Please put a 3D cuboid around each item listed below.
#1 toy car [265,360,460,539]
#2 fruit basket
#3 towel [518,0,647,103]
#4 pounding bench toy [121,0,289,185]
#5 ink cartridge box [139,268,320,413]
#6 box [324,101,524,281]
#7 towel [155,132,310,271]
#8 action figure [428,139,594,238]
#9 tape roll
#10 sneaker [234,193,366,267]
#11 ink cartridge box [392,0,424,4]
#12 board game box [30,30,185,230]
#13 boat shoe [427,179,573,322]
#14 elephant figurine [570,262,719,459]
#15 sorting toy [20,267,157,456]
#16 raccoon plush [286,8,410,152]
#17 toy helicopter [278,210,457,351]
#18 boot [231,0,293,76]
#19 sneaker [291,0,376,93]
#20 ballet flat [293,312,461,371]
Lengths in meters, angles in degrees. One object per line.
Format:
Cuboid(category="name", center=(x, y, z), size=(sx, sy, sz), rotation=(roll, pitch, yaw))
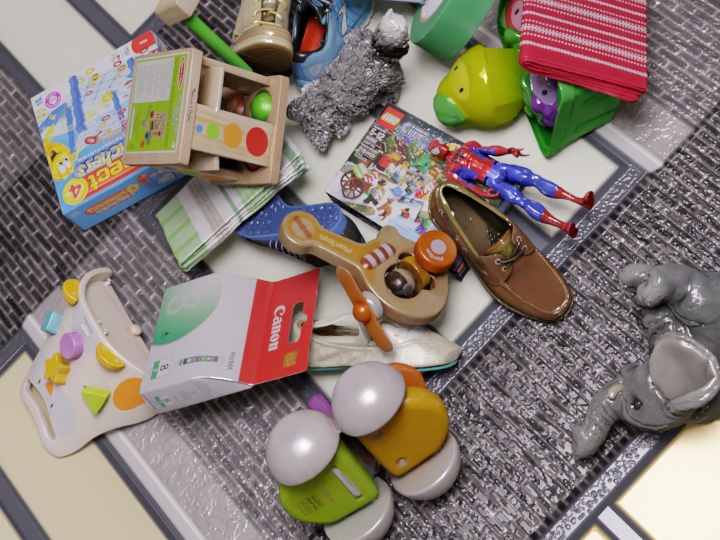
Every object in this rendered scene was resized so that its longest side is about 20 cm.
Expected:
Cuboid(category="toy car", center=(-0.005, 0.176, 1.131), size=(0.199, 0.175, 0.150), rotation=(-37, 33, 3))
Cuboid(category="fruit basket", center=(0.179, -0.236, 1.228), size=(0.212, 0.156, 0.218), rotation=(0, 65, 0))
Cuboid(category="towel", center=(0.243, -0.278, 1.164), size=(0.143, 0.023, 0.202), rotation=(14, 58, -7))
Cuboid(category="pounding bench toy", center=(-0.167, -0.208, 1.240), size=(0.123, 0.155, 0.203), rotation=(5, 87, 47))
Cuboid(category="ink cartridge box", center=(-0.149, 0.067, 1.226), size=(0.198, 0.050, 0.162), rotation=(-19, 41, 23))
Cuboid(category="box", center=(0.074, -0.096, 1.261), size=(0.199, 0.038, 0.137), rotation=(32, 83, 26))
Cuboid(category="towel", center=(-0.160, -0.097, 1.325), size=(0.200, 0.031, 0.149), rotation=(-41, 35, 3))
Cuboid(category="action figure", center=(0.159, -0.103, 1.189), size=(0.199, 0.052, 0.066), rotation=(27, 83, 28))
Cuboid(category="tape roll", center=(0.125, -0.349, 1.257), size=(0.048, 0.200, 0.203), rotation=(24, 77, -13))
Cuboid(category="sneaker", center=(-0.075, -0.041, 1.278), size=(0.199, 0.078, 0.071), rotation=(12, 61, 46))
Cuboid(category="ink cartridge box", center=(0.032, -0.420, 1.343), size=(0.113, 0.068, 0.202), rotation=(6, 46, 1))
Cuboid(category="board game box", center=(-0.321, -0.187, 1.421), size=(0.198, 0.056, 0.198), rotation=(-28, 64, 7))
Cuboid(category="boat shoe", center=(0.150, -0.018, 1.161), size=(0.199, 0.068, 0.072), rotation=(40, 83, 6))
Cuboid(category="elephant figurine", center=(0.315, 0.101, 1.071), size=(0.140, 0.155, 0.203), rotation=(12, 82, -22))
Cuboid(category="sorting toy", center=(-0.345, 0.125, 1.304), size=(0.180, 0.106, 0.201), rotation=(-47, 61, 19))
Cuboid(category="raccoon plush", center=(-0.023, -0.230, 1.267), size=(0.134, 0.200, 0.097), rotation=(-41, 76, -14))
Cuboid(category="toy helicopter", center=(0.000, 0.000, 1.153), size=(0.198, 0.079, 0.133), rotation=(25, 58, -2))
Cuboid(category="boot", center=(-0.112, -0.324, 1.319), size=(0.072, 0.200, 0.158), rotation=(13, 89, -13))
Cuboid(category="sneaker", center=(-0.038, -0.326, 1.356), size=(0.077, 0.090, 0.202), rotation=(10, 71, 21))
Cuboid(category="ballet flat", center=(0.013, 0.078, 1.194), size=(0.197, 0.067, 0.063), rotation=(-3, 109, 18))
